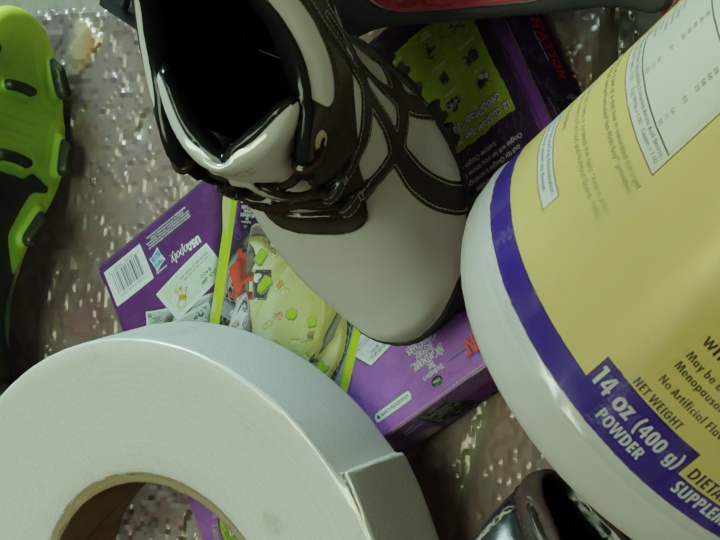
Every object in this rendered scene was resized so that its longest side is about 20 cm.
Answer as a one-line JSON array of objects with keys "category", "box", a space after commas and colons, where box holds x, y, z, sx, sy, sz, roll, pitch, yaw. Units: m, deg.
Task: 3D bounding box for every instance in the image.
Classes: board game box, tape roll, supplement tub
[{"category": "board game box", "box": [0.000, 0.000, 0.898, 0.200, 0.032, 0.120, -37, 62, 33]}, {"category": "tape roll", "box": [-0.057, 0.117, 0.906, 0.203, 0.037, 0.203, 7, 103, 35]}, {"category": "supplement tub", "box": [0.139, -0.025, 0.702, 0.200, 0.145, 0.146, -44, 61, 30]}]

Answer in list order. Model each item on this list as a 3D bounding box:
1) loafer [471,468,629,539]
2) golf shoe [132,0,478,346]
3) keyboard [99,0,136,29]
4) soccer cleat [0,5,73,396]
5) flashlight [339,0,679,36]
[{"category": "loafer", "box": [0.098, 0.128, 0.780, 0.200, 0.072, 0.063, 35, 105, 40]}, {"category": "golf shoe", "box": [-0.025, -0.041, 0.790, 0.078, 0.095, 0.200, -3, 129, 27]}, {"category": "keyboard", "box": [-0.071, -0.187, 0.951, 0.127, 0.021, 0.200, 39, 122, 54]}, {"category": "soccer cleat", "box": [-0.161, -0.003, 1.013, 0.084, 0.065, 0.200, 11, 95, 43]}, {"category": "flashlight", "box": [0.045, -0.101, 0.808, 0.200, 0.068, 0.068, -2, 115, 23]}]
